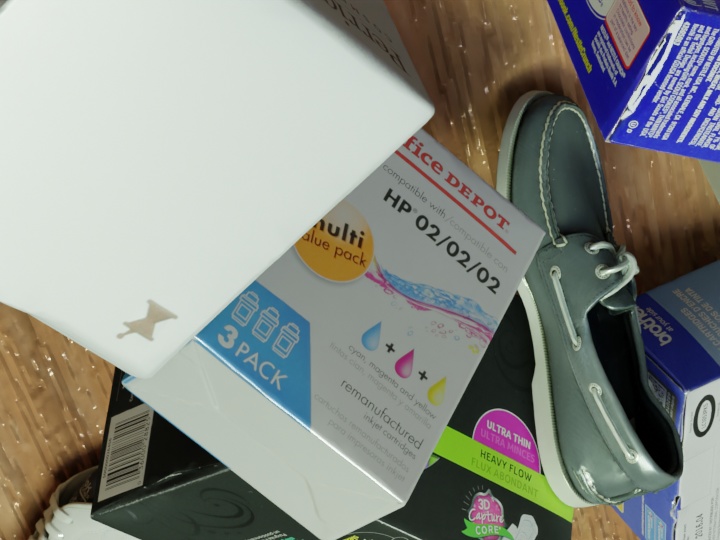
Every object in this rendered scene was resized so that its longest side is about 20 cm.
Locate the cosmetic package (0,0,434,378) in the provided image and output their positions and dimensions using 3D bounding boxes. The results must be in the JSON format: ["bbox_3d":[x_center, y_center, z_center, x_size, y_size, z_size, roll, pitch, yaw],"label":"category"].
[{"bbox_3d":[-0.104,-0.103,0.900,0.166,0.200,0.167,-42,130,18],"label":"cosmetic package"}]

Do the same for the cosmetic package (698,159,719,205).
[{"bbox_3d":[0.222,-0.041,1.054,0.103,0.200,0.073,9,128,-24],"label":"cosmetic package"}]

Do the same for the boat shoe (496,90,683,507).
[{"bbox_3d":[0.113,0.011,1.093,0.062,0.201,0.073,-9,178,43],"label":"boat shoe"}]

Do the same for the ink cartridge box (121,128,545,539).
[{"bbox_3d":[0.000,0.000,0.993,0.115,0.200,0.068,39,143,-13],"label":"ink cartridge box"}]

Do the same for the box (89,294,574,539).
[{"bbox_3d":[-0.006,0.073,1.101,0.200,0.149,0.124,27,146,-34],"label":"box"}]

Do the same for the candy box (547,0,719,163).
[{"bbox_3d":[0.183,-0.118,0.996,0.200,0.169,0.077,9,131,-24],"label":"candy box"}]

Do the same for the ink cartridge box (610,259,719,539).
[{"bbox_3d":[0.197,0.064,1.189,0.200,0.076,0.137,-23,135,-21],"label":"ink cartridge box"}]

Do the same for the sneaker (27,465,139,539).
[{"bbox_3d":[-0.146,0.151,1.214,0.200,0.076,0.081,-39,119,12],"label":"sneaker"}]
